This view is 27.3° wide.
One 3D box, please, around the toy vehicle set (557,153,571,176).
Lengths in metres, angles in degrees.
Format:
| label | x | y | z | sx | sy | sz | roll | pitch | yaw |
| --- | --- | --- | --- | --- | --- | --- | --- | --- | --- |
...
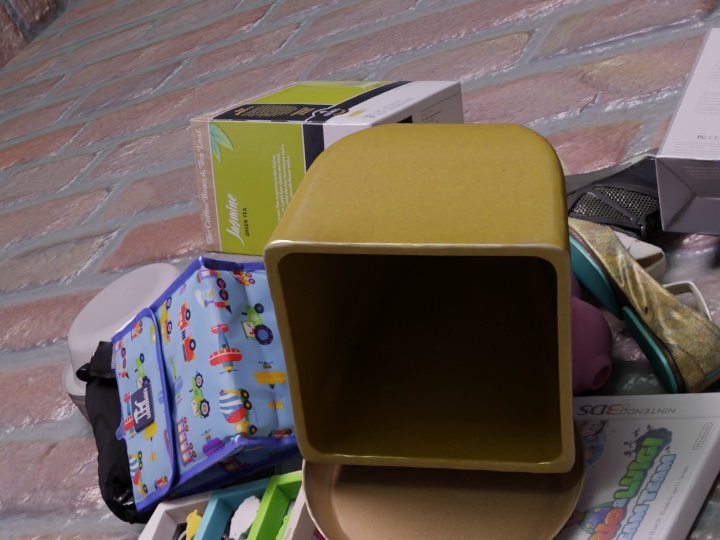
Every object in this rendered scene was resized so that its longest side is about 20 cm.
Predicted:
| label | x | y | z | sx | sy | sz | roll | pitch | yaw |
| --- | --- | --- | --- | --- | --- | --- | --- | --- | --- |
| toy vehicle set | 0.124 | -0.058 | 1.375 | 0.124 | 0.027 | 0.200 | -33 | 0 | 0 |

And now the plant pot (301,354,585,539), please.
| label | x | y | z | sx | sy | sz | roll | pitch | yaw |
| --- | --- | --- | --- | --- | --- | --- | --- | --- | --- |
| plant pot | 0.058 | 0.142 | 1.039 | 0.198 | 0.028 | 0.201 | -5 | 45 | 5 |

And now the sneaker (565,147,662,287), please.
| label | x | y | z | sx | sy | sz | roll | pitch | yaw |
| --- | --- | --- | --- | --- | --- | --- | --- | --- | --- |
| sneaker | 0.232 | -0.037 | 1.257 | 0.198 | 0.077 | 0.115 | -15 | 55 | -18 |

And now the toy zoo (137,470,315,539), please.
| label | x | y | z | sx | sy | sz | roll | pitch | yaw |
| --- | --- | --- | --- | --- | --- | --- | --- | --- | --- |
| toy zoo | -0.119 | 0.219 | 1.103 | 0.199 | 0.020 | 0.132 | -19 | 36 | 35 |

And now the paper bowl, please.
| label | x | y | z | sx | sy | sz | roll | pitch | yaw |
| --- | --- | --- | --- | --- | --- | --- | --- | --- | --- |
| paper bowl | -0.227 | 0.071 | 1.561 | 0.199 | 0.105 | 0.201 | -27 | 25 | 14 |

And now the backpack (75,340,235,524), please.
| label | x | y | z | sx | sy | sz | roll | pitch | yaw |
| --- | --- | --- | --- | --- | --- | --- | --- | --- | --- |
| backpack | -0.142 | 0.117 | 1.305 | 0.199 | 0.126 | 0.168 | -33 | 64 | 28 |

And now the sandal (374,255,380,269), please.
| label | x | y | z | sx | sy | sz | roll | pitch | yaw |
| --- | --- | --- | --- | --- | --- | --- | --- | --- | --- |
| sandal | 0.000 | 0.000 | 1.220 | 0.054 | 0.201 | 0.082 | 4 | 52 | 5 |

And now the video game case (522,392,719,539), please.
| label | x | y | z | sx | sy | sz | roll | pitch | yaw |
| --- | --- | --- | --- | --- | --- | --- | --- | --- | --- |
| video game case | 0.153 | 0.161 | 1.031 | 0.181 | 0.024 | 0.200 | -7 | 35 | 45 |

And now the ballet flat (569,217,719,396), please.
| label | x | y | z | sx | sy | sz | roll | pitch | yaw |
| --- | --- | --- | --- | --- | --- | --- | --- | --- | --- |
| ballet flat | 0.217 | 0.017 | 1.131 | 0.070 | 0.071 | 0.200 | -32 | 45 | -1 |

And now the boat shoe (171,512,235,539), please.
| label | x | y | z | sx | sy | sz | roll | pitch | yaw |
| --- | --- | --- | --- | --- | --- | --- | --- | --- | --- |
| boat shoe | -0.120 | 0.226 | 1.188 | 0.073 | 0.066 | 0.200 | -35 | 24 | -4 |

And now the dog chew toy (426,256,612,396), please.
| label | x | y | z | sx | sy | sz | roll | pitch | yaw |
| --- | --- | --- | --- | --- | --- | --- | --- | --- | --- |
| dog chew toy | 0.119 | 0.027 | 1.180 | 0.124 | 0.125 | 0.200 | -40 | 55 | -17 |

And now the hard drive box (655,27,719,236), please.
| label | x | y | z | sx | sy | sz | roll | pitch | yaw |
| --- | --- | --- | --- | --- | --- | --- | --- | --- | --- |
| hard drive box | 0.339 | -0.115 | 1.203 | 0.154 | 0.077 | 0.201 | 6 | 41 | 25 |

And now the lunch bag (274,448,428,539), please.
| label | x | y | z | sx | sy | sz | roll | pitch | yaw |
| --- | --- | --- | --- | --- | --- | --- | --- | --- | --- |
| lunch bag | 0.006 | 0.145 | 1.175 | 0.159 | 0.077 | 0.200 | -28 | 25 | 13 |

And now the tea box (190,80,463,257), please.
| label | x | y | z | sx | sy | sz | roll | pitch | yaw |
| --- | --- | --- | --- | --- | --- | --- | --- | --- | --- |
| tea box | -0.026 | -0.101 | 1.421 | 0.195 | 0.135 | 0.200 | 5 | 19 | 28 |

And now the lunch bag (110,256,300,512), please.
| label | x | y | z | sx | sy | sz | roll | pitch | yaw |
| --- | --- | --- | --- | --- | --- | --- | --- | --- | --- |
| lunch bag | -0.133 | 0.097 | 1.190 | 0.093 | 0.152 | 0.199 | 3 | -24 | -42 |

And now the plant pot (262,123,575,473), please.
| label | x | y | z | sx | sy | sz | roll | pitch | yaw |
| --- | --- | --- | --- | --- | --- | --- | --- | --- | --- |
| plant pot | 0.057 | 0.000 | 1.039 | 0.192 | 0.197 | 0.201 | 1 | 38 | 11 |
